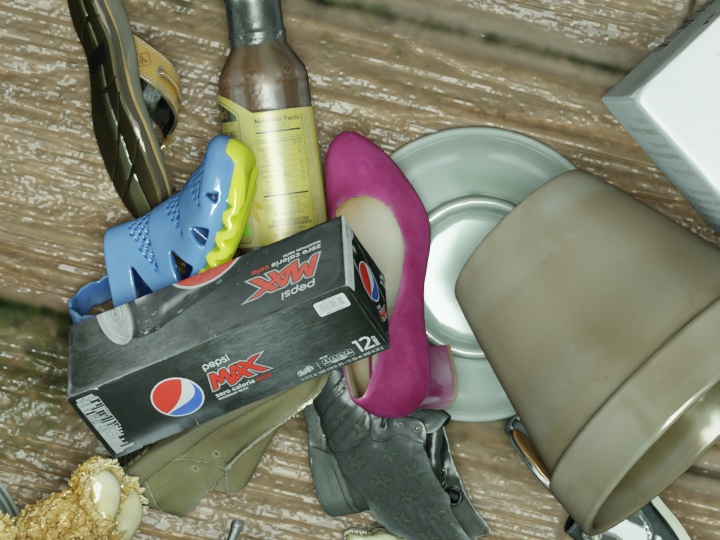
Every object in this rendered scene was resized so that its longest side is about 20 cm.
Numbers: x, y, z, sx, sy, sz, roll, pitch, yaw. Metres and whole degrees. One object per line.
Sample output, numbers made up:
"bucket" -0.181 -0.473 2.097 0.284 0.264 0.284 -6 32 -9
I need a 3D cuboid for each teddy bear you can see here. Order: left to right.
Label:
"teddy bear" -0.222 0.192 1.610 0.200 0.145 0.067 -47 73 11

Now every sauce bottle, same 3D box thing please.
"sauce bottle" -0.061 -0.097 1.664 0.065 0.065 0.201 -7 91 -1

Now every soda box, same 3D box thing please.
"soda box" -0.084 0.042 1.566 0.200 0.071 0.063 -22 130 15

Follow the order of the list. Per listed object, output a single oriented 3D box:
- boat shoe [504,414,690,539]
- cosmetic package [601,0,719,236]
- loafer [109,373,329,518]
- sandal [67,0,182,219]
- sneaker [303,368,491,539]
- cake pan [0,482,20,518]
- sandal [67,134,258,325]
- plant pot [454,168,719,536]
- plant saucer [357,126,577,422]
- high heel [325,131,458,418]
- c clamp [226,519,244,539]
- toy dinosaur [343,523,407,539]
"boat shoe" 0.166 0.171 1.653 0.067 0.072 0.200 -23 73 -26
"cosmetic package" 0.289 -0.093 1.618 0.167 0.166 0.200 -43 94 1
"loafer" -0.085 0.100 1.645 0.067 0.076 0.200 38 131 -24
"sandal" -0.150 -0.129 1.664 0.054 0.082 0.201 -14 86 -22
"sneaker" 0.014 0.095 1.662 0.104 0.060 0.200 -8 103 21
"cake pan" -0.322 0.206 1.686 0.200 0.037 0.201 0 93 -1
"sandal" -0.130 -0.006 1.628 0.087 0.080 0.200 26 117 -3
"plant pot" 0.156 0.038 1.573 0.200 0.200 0.174 -45 74 1
"plant saucer" 0.078 0.004 1.677 0.199 0.050 0.201 0 93 -1
"high heel" 0.000 0.000 1.611 0.067 0.096 0.201 -21 75 32
"c clamp" -0.161 0.245 1.637 0.027 0.200 0.171 34 64 -35
"toy dinosaur" 0.068 0.240 1.669 0.047 0.088 0.200 -40 93 1
